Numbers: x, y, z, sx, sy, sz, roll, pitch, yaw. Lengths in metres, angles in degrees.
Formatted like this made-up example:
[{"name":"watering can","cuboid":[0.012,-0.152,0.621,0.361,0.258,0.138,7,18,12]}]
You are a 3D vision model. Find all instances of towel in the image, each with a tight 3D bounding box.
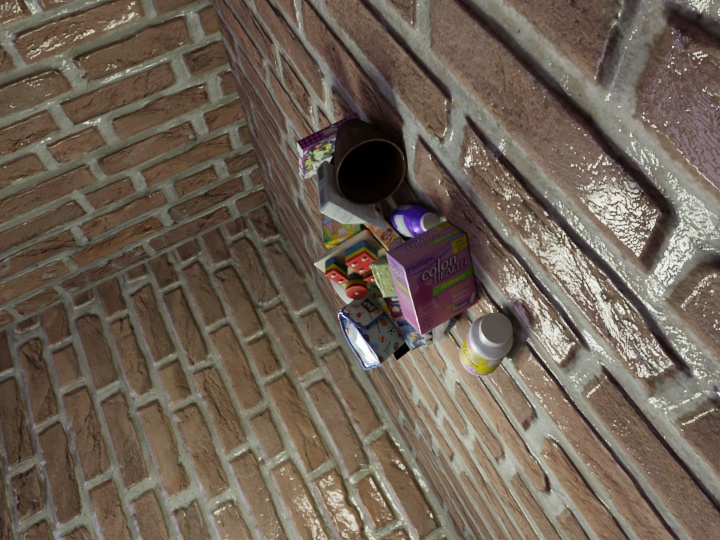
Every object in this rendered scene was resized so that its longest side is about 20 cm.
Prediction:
[{"name":"towel","cuboid":[0.132,0.008,1.499,0.150,0.195,0.037,66,-160,-46]}]

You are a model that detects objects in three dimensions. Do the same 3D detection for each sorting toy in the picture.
[{"name":"sorting toy","cuboid":[0.000,0.000,1.645,0.198,0.197,0.071,37,-143,-41]}]

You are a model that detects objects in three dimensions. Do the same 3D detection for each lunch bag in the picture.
[{"name":"lunch bag","cuboid":[0.040,0.168,1.737,0.202,0.169,0.123,58,145,-2]}]

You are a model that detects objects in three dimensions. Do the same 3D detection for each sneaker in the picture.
[{"name":"sneaker","cuboid":[0.196,0.110,1.511,0.076,0.079,0.204,-86,-12,-55]}]

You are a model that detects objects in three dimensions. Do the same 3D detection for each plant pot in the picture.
[{"name":"plant pot","cuboid":[0.002,-0.309,1.494,0.202,0.183,0.189,-113,6,-46]}]

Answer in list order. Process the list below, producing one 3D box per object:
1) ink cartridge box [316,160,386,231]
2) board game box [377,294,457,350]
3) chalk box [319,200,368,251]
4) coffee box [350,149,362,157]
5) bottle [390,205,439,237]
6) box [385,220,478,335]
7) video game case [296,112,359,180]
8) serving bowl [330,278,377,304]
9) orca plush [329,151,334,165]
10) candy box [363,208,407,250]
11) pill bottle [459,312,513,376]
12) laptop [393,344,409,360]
[{"name":"ink cartridge box","cuboid":[-0.027,-0.186,1.518,0.198,0.057,0.165,30,-144,-36]},{"name":"board game box","cuboid":[0.174,0.132,1.645,0.198,0.062,0.202,-16,113,52]},{"name":"chalk box","cuboid":[-0.045,-0.150,1.678,0.125,0.121,0.204,55,-159,-56]},{"name":"coffee box","cuboid":[-0.001,-0.293,1.698,0.115,0.079,0.200,65,167,-8]},{"name":"bottle","cuboid":[0.143,-0.127,1.465,0.084,0.065,0.200,55,170,-14]},{"name":"box","cuboid":[0.176,0.018,1.364,0.097,0.173,0.204,42,155,56]},{"name":"video game case","cuboid":[-0.095,-0.364,1.679,0.036,0.197,0.182,57,165,15]},{"name":"serving bowl","cuboid":[-0.004,0.042,1.862,0.198,0.066,0.202,33,-151,-20]},{"name":"orca plush","cuboid":[-0.062,-0.254,1.590,0.071,0.103,0.206,22,-110,-67]},{"name":"candy box","cuboid":[0.095,-0.084,1.594,0.201,0.055,0.115,49,-169,17]},{"name":"pill bottle","cuboid":[0.297,0.170,1.328,0.105,0.103,0.201,58,166,23]},{"name":"laptop","cuboid":[0.123,0.171,1.927,0.200,0.114,0.191,-121,7,-81]}]
